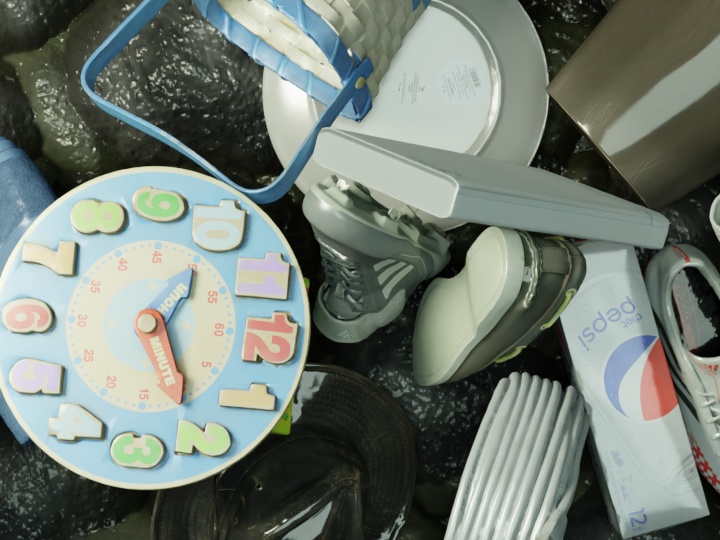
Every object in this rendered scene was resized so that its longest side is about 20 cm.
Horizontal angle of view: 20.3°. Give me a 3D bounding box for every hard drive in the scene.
[{"bbox_3d":[0.085,-0.051,1.281,0.200,0.132,0.027,6,103,-43],"label":"hard drive"}]

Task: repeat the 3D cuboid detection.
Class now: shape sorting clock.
[{"bbox_3d":[-0.130,0.034,1.236,0.199,0.039,0.201,0,80,0],"label":"shape sorting clock"}]

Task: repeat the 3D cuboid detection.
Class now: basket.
[{"bbox_3d":[-0.067,-0.157,1.313,0.176,0.139,0.200,31,81,26],"label":"basket"},{"bbox_3d":[0.232,-0.145,1.332,0.200,0.136,0.181,-41,71,6],"label":"basket"}]

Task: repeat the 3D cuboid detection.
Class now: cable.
[{"bbox_3d":[0.093,0.167,1.307,0.069,0.200,0.200,17,136,5],"label":"cable"}]

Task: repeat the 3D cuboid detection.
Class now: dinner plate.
[{"bbox_3d":[0.032,-0.123,1.386,0.199,0.024,0.201,0,92,-1],"label":"dinner plate"}]

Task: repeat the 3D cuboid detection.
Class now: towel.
[{"bbox_3d":[-0.222,0.014,1.328,0.112,0.048,0.200,-44,59,16],"label":"towel"}]

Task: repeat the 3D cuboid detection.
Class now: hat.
[{"bbox_3d":[-0.040,0.165,1.337,0.200,0.081,0.201,-5,108,-17],"label":"hat"}]

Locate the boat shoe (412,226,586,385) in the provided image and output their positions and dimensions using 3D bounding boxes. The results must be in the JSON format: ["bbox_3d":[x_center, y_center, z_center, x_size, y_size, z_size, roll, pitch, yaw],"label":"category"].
[{"bbox_3d":[0.084,0.029,1.314,0.060,0.202,0.072,3,68,-17],"label":"boat shoe"}]

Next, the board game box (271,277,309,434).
[{"bbox_3d":[-0.134,0.047,1.322,0.199,0.048,0.102,2,80,33],"label":"board game box"}]

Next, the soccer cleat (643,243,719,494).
[{"bbox_3d":[0.244,0.077,1.359,0.068,0.085,0.201,-20,91,1],"label":"soccer cleat"}]

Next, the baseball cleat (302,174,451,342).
[{"bbox_3d":[0.000,0.000,1.303,0.070,0.200,0.107,40,98,24],"label":"baseball cleat"}]

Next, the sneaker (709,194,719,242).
[{"bbox_3d":[0.276,-0.021,1.330,0.099,0.075,0.201,-15,128,-7],"label":"sneaker"}]

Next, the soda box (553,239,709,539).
[{"bbox_3d":[0.177,0.076,1.369,0.063,0.068,0.201,-16,91,1],"label":"soda box"}]
